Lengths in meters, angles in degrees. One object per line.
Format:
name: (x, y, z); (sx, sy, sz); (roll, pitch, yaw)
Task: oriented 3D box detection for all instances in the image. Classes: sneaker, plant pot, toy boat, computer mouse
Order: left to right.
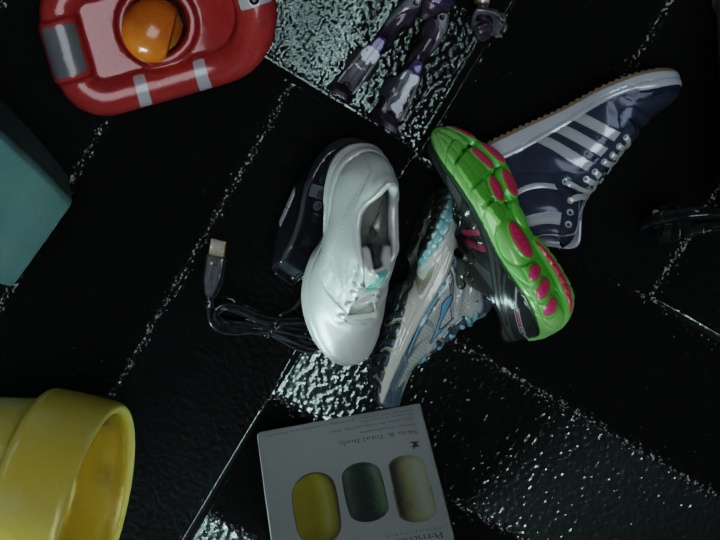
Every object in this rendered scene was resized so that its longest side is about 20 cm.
plant pot: (-0.346, -0.086, 1.585); (0.199, 0.141, 0.142); (36, 97, -18)
plant pot: (-0.311, 0.190, 1.625); (0.187, 0.201, 0.203); (12, 101, 9)
toy boat: (-0.166, -0.201, 1.574); (0.198, 0.131, 0.132); (-16, 103, -1)
computer mouse: (-0.065, -0.031, 1.654); (0.139, 0.046, 0.202); (8, 111, -25)
sneaker: (0.000, 0.000, 1.617); (0.074, 0.089, 0.202); (-7, 118, -22)
sneaker: (0.071, 0.035, 1.672); (0.086, 0.078, 0.202); (21, 100, -12)
sneaker: (0.100, -0.029, 1.598); (0.084, 0.076, 0.201); (-34, 75, 35)
sneaker: (0.198, -0.089, 1.640); (0.198, 0.070, 0.109); (-25, 76, 7)

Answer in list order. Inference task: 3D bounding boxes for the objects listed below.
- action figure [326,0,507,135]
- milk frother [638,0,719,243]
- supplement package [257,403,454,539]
action figure: (0.056, -0.217, 1.622); (0.129, 0.069, 0.201); (32, 94, -1)
milk frother: (0.324, -0.131, 1.624); (0.198, 0.181, 0.190); (-7, 60, 20)
supplement package: (0.002, 0.241, 1.628); (0.150, 0.201, 0.152); (-10, 121, -2)
